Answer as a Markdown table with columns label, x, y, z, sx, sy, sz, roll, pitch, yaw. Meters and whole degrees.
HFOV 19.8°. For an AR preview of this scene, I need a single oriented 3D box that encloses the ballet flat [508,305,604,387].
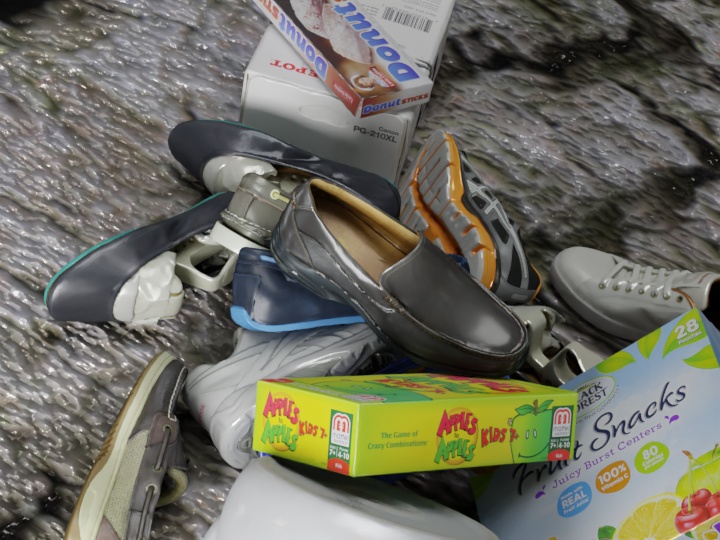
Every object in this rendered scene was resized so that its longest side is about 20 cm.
| label | x | y | z | sx | sy | sz | roll | pitch | yaw |
| --- | --- | --- | --- | --- | --- | --- | --- | --- | --- |
| ballet flat | 0.144 | 0.068 | 1.558 | 0.200 | 0.069 | 0.068 | 35 | 46 | 24 |

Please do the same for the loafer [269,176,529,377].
| label | x | y | z | sx | sy | sz | roll | pitch | yaw |
| --- | --- | --- | --- | --- | --- | --- | --- | --- | --- |
| loafer | 0.030 | 0.006 | 1.419 | 0.199 | 0.072 | 0.073 | 28 | 56 | 5 |

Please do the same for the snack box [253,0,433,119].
| label | x | y | z | sx | sy | sz | roll | pitch | yaw |
| --- | --- | --- | --- | --- | --- | --- | --- | --- | --- |
| snack box | -0.023 | -0.199 | 1.718 | 0.072 | 0.024 | 0.200 | -15 | 48 | -30 |

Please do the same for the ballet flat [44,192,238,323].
| label | x | y | z | sx | sy | sz | roll | pitch | yaw |
| --- | --- | --- | --- | --- | --- | --- | --- | --- | --- |
| ballet flat | -0.143 | -0.003 | 1.551 | 0.073 | 0.073 | 0.200 | 38 | 44 | 26 |

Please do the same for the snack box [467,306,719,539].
| label | x | y | z | sx | sy | sz | roll | pitch | yaw |
| --- | --- | --- | --- | --- | --- | --- | --- | --- | --- |
| snack box | 0.179 | 0.145 | 1.394 | 0.200 | 0.068 | 0.169 | -30 | 41 | 18 |

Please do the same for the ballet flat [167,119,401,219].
| label | x | y | z | sx | sy | sz | roll | pitch | yaw |
| --- | --- | --- | --- | --- | --- | --- | --- | --- | --- |
| ballet flat | -0.065 | -0.068 | 1.658 | 0.199 | 0.073 | 0.073 | 17 | 41 | 1 |

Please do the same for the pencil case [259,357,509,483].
| label | x | y | z | sx | sy | sz | roll | pitch | yaw |
| --- | --- | --- | --- | --- | --- | --- | --- | --- | --- |
| pencil case | 0.019 | 0.104 | 1.464 | 0.199 | 0.087 | 0.078 | -19 | 30 | -38 |

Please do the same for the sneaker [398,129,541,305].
| label | x | y | z | sx | sy | sz | roll | pitch | yaw |
| --- | --- | --- | --- | --- | --- | --- | --- | --- | --- |
| sneaker | 0.086 | -0.038 | 1.669 | 0.077 | 0.078 | 0.200 | 18 | 34 | -29 |

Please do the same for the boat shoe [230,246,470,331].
| label | x | y | z | sx | sy | sz | roll | pitch | yaw |
| --- | --- | --- | --- | --- | --- | --- | --- | --- | --- |
| boat shoe | 0.000 | 0.000 | 1.500 | 0.199 | 0.069 | 0.084 | -9 | 10 | -39 |

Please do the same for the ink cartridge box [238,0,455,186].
| label | x | y | z | sx | sy | sz | roll | pitch | yaw |
| --- | --- | --- | --- | --- | --- | --- | --- | --- | --- |
| ink cartridge box | -0.011 | -0.173 | 1.776 | 0.144 | 0.085 | 0.200 | 16 | 41 | 4 |

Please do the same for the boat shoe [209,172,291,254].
| label | x | y | z | sx | sy | sz | roll | pitch | yaw |
| --- | --- | --- | --- | --- | --- | --- | --- | --- | --- |
| boat shoe | -0.029 | -0.028 | 1.566 | 0.072 | 0.061 | 0.201 | 29 | 10 | 39 |

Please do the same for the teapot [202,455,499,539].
| label | x | y | z | sx | sy | sz | roll | pitch | yaw |
| --- | --- | --- | --- | --- | --- | --- | --- | --- | --- |
| teapot | -0.007 | 0.213 | 1.301 | 0.197 | 0.147 | 0.200 | 17 | 2 | -24 |

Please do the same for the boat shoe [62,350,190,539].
| label | x | y | z | sx | sy | sz | roll | pitch | yaw |
| --- | --- | --- | --- | --- | --- | --- | --- | --- | --- |
| boat shoe | -0.149 | 0.139 | 1.407 | 0.065 | 0.073 | 0.200 | 24 | 44 | -4 |

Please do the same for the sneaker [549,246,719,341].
| label | x | y | z | sx | sy | sz | roll | pitch | yaw |
| --- | --- | --- | --- | --- | --- | --- | --- | --- | --- |
| sneaker | 0.245 | 0.018 | 1.631 | 0.199 | 0.085 | 0.073 | 29 | 45 | 19 |

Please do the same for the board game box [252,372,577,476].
| label | x | y | z | sx | sy | sz | roll | pitch | yaw |
| --- | --- | --- | --- | --- | --- | --- | --- | --- | --- |
| board game box | 0.038 | 0.099 | 1.357 | 0.199 | 0.048 | 0.101 | 0 | 5 | -42 |

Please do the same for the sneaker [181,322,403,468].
| label | x | y | z | sx | sy | sz | roll | pitch | yaw |
| --- | --- | --- | --- | --- | --- | --- | --- | --- | --- |
| sneaker | -0.045 | 0.064 | 1.510 | 0.200 | 0.078 | 0.099 | -22 | 47 | -36 |
